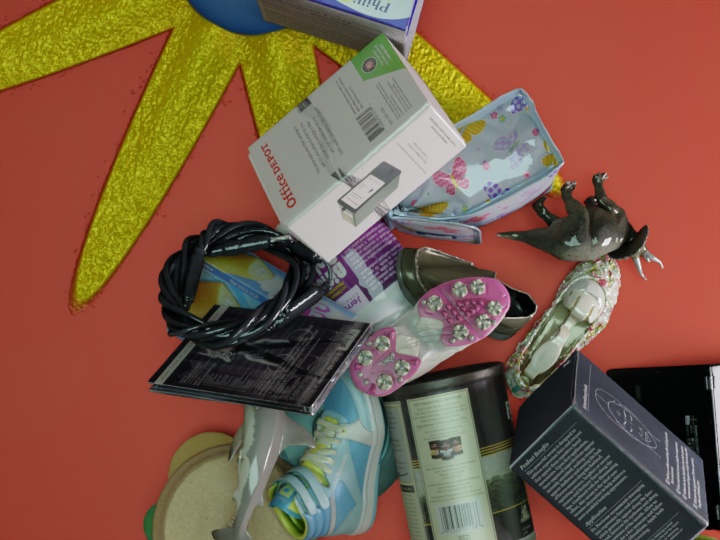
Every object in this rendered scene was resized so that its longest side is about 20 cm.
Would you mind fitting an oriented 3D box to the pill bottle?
[{"bbox_3d":[0.000,0.000,1.663,0.112,0.112,0.201,-38,88,1],"label":"pill bottle"}]

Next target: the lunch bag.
[{"bbox_3d":[0.119,-0.099,1.633,0.198,0.170,0.128,-26,84,-1],"label":"lunch bag"}]

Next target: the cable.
[{"bbox_3d":[-0.138,0.010,1.560,0.163,0.051,0.199,37,52,24],"label":"cable"}]

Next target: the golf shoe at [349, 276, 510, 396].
[{"bbox_3d":[0.072,0.071,1.579,0.198,0.092,0.076,-28,81,-11],"label":"golf shoe"}]

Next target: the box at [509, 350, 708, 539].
[{"bbox_3d":[0.274,0.213,1.590,0.200,0.149,0.107,41,112,-5],"label":"box"}]

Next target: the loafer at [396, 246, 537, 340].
[{"bbox_3d":[0.123,0.018,1.636,0.199,0.069,0.076,22,58,-36],"label":"loafer"}]

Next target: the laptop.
[{"bbox_3d":[0.409,0.202,1.703,0.198,0.115,0.190,-5,88,30],"label":"laptop"}]

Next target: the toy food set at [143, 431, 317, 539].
[{"bbox_3d":[-0.147,0.298,1.658,0.198,0.049,0.200,22,75,-2],"label":"toy food set"}]

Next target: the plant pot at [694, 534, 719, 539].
[{"bbox_3d":[0.384,0.410,1.609,0.197,0.193,0.203,0,89,2],"label":"plant pot"}]

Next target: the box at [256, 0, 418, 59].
[{"bbox_3d":[-0.019,-0.323,1.623,0.182,0.200,0.106,18,88,2],"label":"box"}]

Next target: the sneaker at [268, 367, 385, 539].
[{"bbox_3d":[-0.043,0.209,1.606,0.129,0.079,0.203,-8,102,-39],"label":"sneaker"}]

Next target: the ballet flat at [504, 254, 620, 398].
[{"bbox_3d":[0.241,0.067,1.681,0.075,0.064,0.201,34,90,3],"label":"ballet flat"}]

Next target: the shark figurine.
[{"bbox_3d":[-0.095,0.201,1.540,0.088,0.128,0.217,12,68,-13],"label":"shark figurine"}]

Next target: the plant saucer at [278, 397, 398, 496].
[{"bbox_3d":[-0.034,0.184,1.700,0.197,0.036,0.203,0,90,1],"label":"plant saucer"}]

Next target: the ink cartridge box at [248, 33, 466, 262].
[{"bbox_3d":[-0.007,-0.132,1.547,0.199,0.084,0.146,-39,44,11],"label":"ink cartridge box"}]

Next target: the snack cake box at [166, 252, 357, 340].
[{"bbox_3d":[-0.114,0.060,1.644,0.198,0.067,0.116,29,120,15],"label":"snack cake box"}]

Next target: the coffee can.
[{"bbox_3d":[0.110,0.217,1.641,0.144,0.146,0.203,-11,89,1],"label":"coffee can"}]

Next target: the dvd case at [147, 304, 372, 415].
[{"bbox_3d":[-0.105,0.092,1.524,0.198,0.149,0.016,6,125,26],"label":"dvd case"}]

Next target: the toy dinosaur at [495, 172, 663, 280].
[{"bbox_3d":[0.256,-0.048,1.651,0.197,0.077,0.103,-3,57,-25],"label":"toy dinosaur"}]
